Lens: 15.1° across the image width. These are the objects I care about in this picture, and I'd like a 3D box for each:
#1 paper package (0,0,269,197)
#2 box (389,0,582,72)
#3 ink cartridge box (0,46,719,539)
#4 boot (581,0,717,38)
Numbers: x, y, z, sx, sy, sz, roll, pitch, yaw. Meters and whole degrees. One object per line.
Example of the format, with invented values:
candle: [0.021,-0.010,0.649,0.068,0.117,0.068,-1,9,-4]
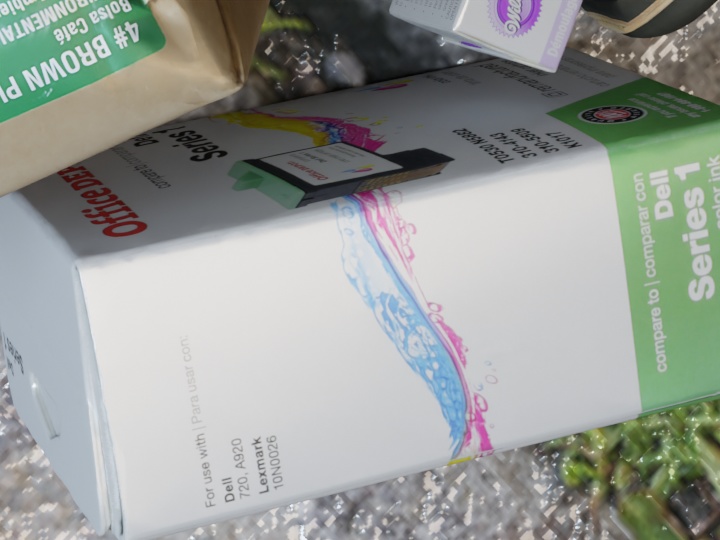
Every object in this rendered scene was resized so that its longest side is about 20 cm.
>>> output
paper package: [-0.130,-0.071,0.685,0.200,0.191,0.104,-23,108,10]
box: [0.066,-0.158,0.775,0.039,0.041,0.200,19,92,-31]
ink cartridge box: [0.000,0.000,0.802,0.200,0.145,0.084,-13,107,-15]
boot: [0.176,-0.117,0.876,0.200,0.077,0.138,-45,118,-3]
